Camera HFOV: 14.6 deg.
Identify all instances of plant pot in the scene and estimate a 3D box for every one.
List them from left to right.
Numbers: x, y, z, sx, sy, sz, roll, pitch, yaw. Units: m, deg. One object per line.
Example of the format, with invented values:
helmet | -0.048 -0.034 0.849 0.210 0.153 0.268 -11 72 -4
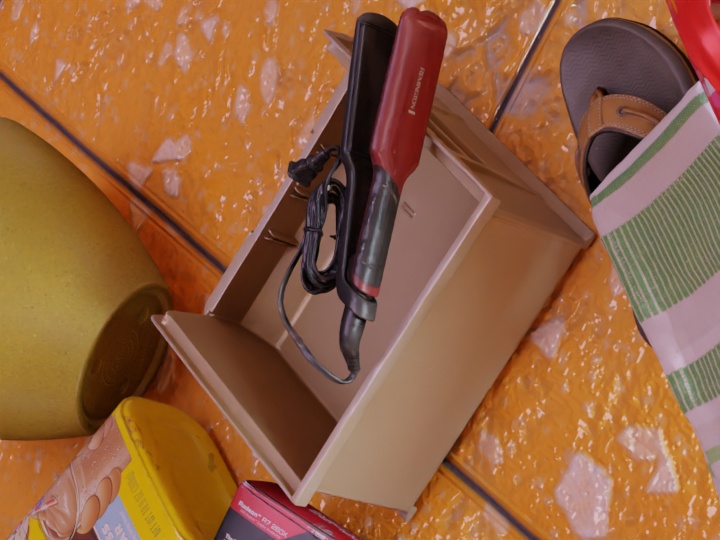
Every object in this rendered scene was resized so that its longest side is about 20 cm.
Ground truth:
plant pot | -0.199 0.024 1.720 0.142 0.200 0.201 25 96 21

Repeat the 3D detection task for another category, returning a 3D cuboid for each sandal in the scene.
sandal | 0.141 -0.049 1.458 0.082 0.054 0.201 -30 57 37

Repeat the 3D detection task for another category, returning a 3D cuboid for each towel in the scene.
towel | 0.176 0.024 1.344 0.201 0.023 0.153 70 156 16

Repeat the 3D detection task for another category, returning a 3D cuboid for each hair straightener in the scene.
hair straightener | -0.003 -0.040 1.492 0.077 0.041 0.201 3 84 47

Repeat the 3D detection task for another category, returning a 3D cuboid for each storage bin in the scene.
storage bin | 0.000 0.000 1.564 0.200 0.094 0.199 -58 44 16

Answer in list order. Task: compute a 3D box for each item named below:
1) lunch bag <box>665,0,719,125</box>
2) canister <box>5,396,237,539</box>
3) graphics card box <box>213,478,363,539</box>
lunch bag | 0.211 -0.096 1.309 0.082 0.176 0.200 -42 51 30
canister | -0.155 0.192 1.673 0.200 0.086 0.149 -49 48 22
graphics card box | -0.052 0.232 1.552 0.125 0.051 0.200 30 99 28
